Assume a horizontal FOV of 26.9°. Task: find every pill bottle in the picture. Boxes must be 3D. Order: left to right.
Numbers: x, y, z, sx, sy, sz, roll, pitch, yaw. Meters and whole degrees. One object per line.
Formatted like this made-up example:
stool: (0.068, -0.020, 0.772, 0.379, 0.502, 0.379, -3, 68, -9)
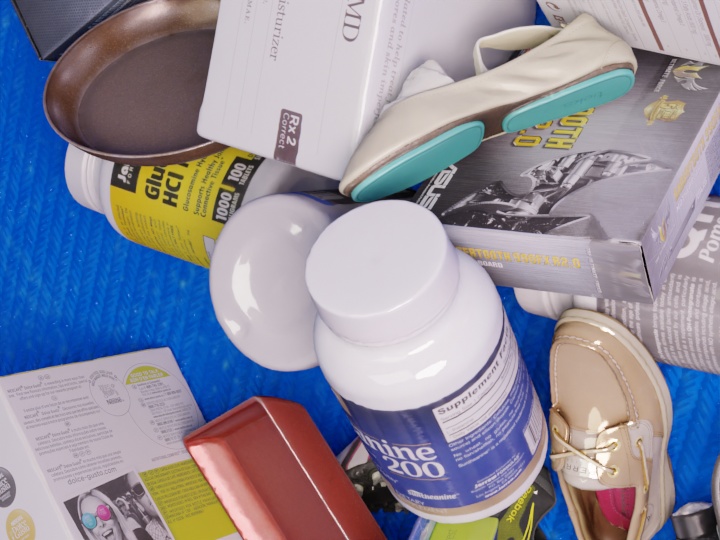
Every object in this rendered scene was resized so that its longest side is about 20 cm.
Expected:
pill bottle: (-0.123, -0.063, 1.141, 0.199, 0.112, 0.113, 18, 105, 30)
pill bottle: (0.000, 0.000, 1.018, 0.113, 0.200, 0.114, 3, 96, 32)
pill bottle: (0.037, 0.054, 0.886, 0.111, 0.200, 0.111, -12, 48, 13)
pill bottle: (0.201, 0.005, 0.942, 0.199, 0.111, 0.111, 11, 101, 31)

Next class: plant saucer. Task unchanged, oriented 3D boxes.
plant saucer: (-0.135, -0.139, 1.118, 0.200, 0.200, 0.032, 18, 143, 30)
plant saucer: (-0.040, 0.184, 1.102, 0.200, 0.037, 0.200, 58, 154, 1)

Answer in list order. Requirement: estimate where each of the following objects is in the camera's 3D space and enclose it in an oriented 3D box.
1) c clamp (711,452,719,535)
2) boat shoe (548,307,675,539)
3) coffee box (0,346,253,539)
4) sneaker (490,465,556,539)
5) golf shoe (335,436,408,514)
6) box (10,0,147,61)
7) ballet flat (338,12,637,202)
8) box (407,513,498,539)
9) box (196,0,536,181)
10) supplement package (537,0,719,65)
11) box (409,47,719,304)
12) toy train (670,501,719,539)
c clamp: (0.301, 0.174, 0.903, 0.170, 0.027, 0.201, -18, 88, -3)
boat shoe: (0.155, 0.114, 0.953, 0.074, 0.069, 0.200, 10, 136, 36)
coffee box: (-0.235, 0.199, 1.192, 0.199, 0.200, 0.198, -36, 76, 30)
sneaker: (0.089, 0.214, 1.061, 0.075, 0.084, 0.201, -109, 23, -52)
golf shoe: (0.040, 0.116, 1.094, 0.200, 0.077, 0.088, -36, 45, 39)
box: (-0.213, -0.286, 1.210, 0.200, 0.051, 0.158, -32, 80, 31)
ballet flat: (0.068, -0.103, 0.903, 0.199, 0.069, 0.070, -22, 90, -12)
box: (0.052, 0.250, 0.967, 0.047, 0.122, 0.201, 8, 116, 13)
box: (0.015, -0.171, 0.988, 0.130, 0.200, 0.200, 19, 106, 30)
supplement package: (0.207, -0.199, 0.889, 0.199, 0.117, 0.117, 17, 75, 30)
box: (0.137, -0.069, 0.929, 0.158, 0.200, 0.048, 7, 135, 33)
toy train: (0.264, 0.237, 0.950, 0.114, 0.085, 0.201, -19, 85, 23)
